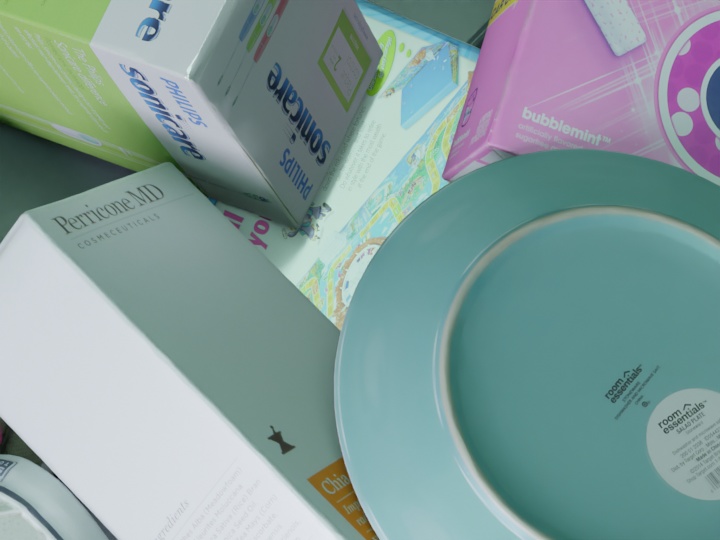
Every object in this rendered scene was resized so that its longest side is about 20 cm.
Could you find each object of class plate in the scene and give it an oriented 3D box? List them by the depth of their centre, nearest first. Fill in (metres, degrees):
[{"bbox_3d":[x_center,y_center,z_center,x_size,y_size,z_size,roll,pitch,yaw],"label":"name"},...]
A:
[{"bbox_3d":[0.091,0.044,0.907,0.199,0.026,0.201,5,64,-10],"label":"plate"}]

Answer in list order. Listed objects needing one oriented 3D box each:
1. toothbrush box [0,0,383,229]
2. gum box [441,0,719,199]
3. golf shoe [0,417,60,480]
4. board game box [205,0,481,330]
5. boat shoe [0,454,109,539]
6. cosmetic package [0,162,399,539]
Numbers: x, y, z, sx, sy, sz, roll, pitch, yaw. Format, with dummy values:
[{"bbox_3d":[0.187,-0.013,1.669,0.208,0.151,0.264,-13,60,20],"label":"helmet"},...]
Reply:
[{"bbox_3d":[-0.110,-0.106,0.993,0.200,0.146,0.086,21,76,22],"label":"toothbrush box"},{"bbox_3d":[0.145,-0.059,1.010,0.199,0.066,0.114,20,76,-10],"label":"gum box"},{"bbox_3d":[-0.175,0.004,1.022,0.072,0.092,0.200,-30,77,24],"label":"golf shoe"},{"bbox_3d":[0.000,0.000,1.038,0.134,0.034,0.200,24,77,8],"label":"board game box"},{"bbox_3d":[-0.091,0.162,0.944,0.200,0.071,0.070,55,51,-16],"label":"boat shoe"},{"bbox_3d":[-0.043,0.060,0.944,0.200,0.101,0.071,44,119,11],"label":"cosmetic package"}]
